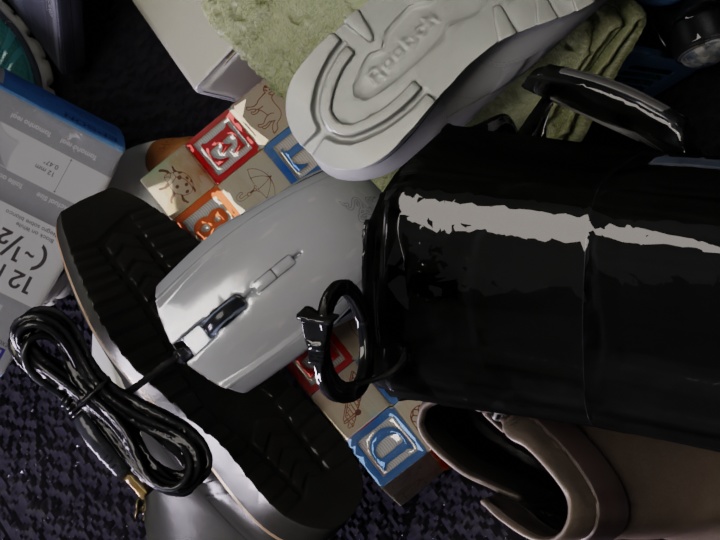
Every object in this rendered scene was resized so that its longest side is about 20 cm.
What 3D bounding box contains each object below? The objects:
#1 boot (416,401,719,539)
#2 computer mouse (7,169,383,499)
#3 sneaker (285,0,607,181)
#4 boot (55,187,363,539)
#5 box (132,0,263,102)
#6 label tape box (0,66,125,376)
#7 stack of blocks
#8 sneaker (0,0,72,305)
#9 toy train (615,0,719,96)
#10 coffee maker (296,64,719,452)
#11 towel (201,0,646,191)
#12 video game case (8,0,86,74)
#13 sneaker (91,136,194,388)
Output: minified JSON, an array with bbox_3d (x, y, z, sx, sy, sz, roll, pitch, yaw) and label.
[{"bbox_3d":[0.124,0.098,1.203,0.200,0.146,0.070,28,110,29],"label":"boot"},{"bbox_3d":[-0.054,0.012,1.245,0.200,0.044,0.110,-39,82,-21],"label":"computer mouse"},{"bbox_3d":[0.055,-0.114,1.190,0.200,0.081,0.076,-36,73,5],"label":"sneaker"},{"bbox_3d":[-0.099,0.073,1.319,0.200,0.077,0.138,55,143,12],"label":"boot"},{"bbox_3d":[-0.086,-0.182,1.400,0.078,0.095,0.200,-45,66,20],"label":"box"},{"bbox_3d":[-0.228,-0.013,1.382,0.143,0.066,0.200,27,96,-14],"label":"label tape box"},{"bbox_3d":[0.000,0.000,1.325,0.115,0.059,0.200,-38,72,0],"label":"stack of blocks"},{"bbox_3d":[-0.208,-0.074,1.476,0.077,0.080,0.200,-32,69,27],"label":"sneaker"},{"bbox_3d":[0.110,-0.174,1.280,0.114,0.087,0.200,-32,70,33],"label":"toy train"},{"bbox_3d":[0.112,0.018,1.117,0.200,0.192,0.135,8,132,28],"label":"coffee maker"},{"bbox_3d":[0.026,-0.116,1.262,0.200,0.036,0.148,41,110,20],"label":"towel"},{"bbox_3d":[-0.207,-0.219,1.464,0.019,0.143,0.200,-27,61,-19],"label":"video game case"},{"bbox_3d":[-0.090,0.024,1.395,0.085,0.073,0.200,-22,73,32],"label":"sneaker"}]
